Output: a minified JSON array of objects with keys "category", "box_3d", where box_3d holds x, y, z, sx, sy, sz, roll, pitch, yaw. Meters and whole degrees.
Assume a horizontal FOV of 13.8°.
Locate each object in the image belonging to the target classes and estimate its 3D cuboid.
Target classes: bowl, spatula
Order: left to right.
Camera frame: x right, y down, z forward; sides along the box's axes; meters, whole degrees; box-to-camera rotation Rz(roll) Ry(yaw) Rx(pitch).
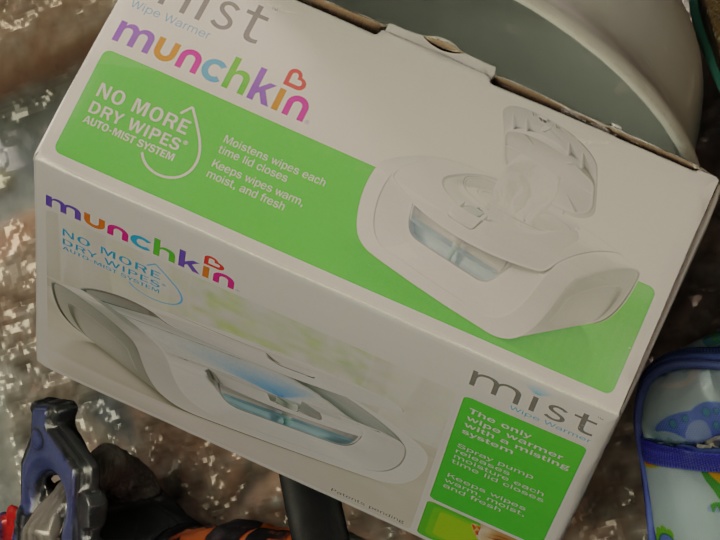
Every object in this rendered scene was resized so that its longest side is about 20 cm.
[{"category":"spatula","box_3d":[-0.028,0.033,1.092,0.056,0.021,0.200,-8,60,-8]},{"category":"bowl","box_3d":[0.035,-0.086,1.010,0.201,0.201,0.090,11,61,27]}]

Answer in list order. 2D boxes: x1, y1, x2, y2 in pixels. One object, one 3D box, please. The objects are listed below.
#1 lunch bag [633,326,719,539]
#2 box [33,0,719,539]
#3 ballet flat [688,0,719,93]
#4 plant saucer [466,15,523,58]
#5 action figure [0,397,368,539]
[{"category":"lunch bag","box_3d":[0.188,0.089,0.969,0.200,0.082,0.161,4,109,37]},{"category":"box","box_3d":[0.000,0.000,0.994,0.200,0.176,0.097,24,67,4]},{"category":"ballet flat","box_3d":[0.155,-0.044,0.975,0.065,0.071,0.200,-31,38,19]},{"category":"plant saucer","box_3d":[-0.001,-0.164,1.107,0.200,0.034,0.200,3,98,23]},{"category":"action figure","box_3d":[-0.072,0.148,1.141,0.193,0.105,0.200,24,114,33]}]
